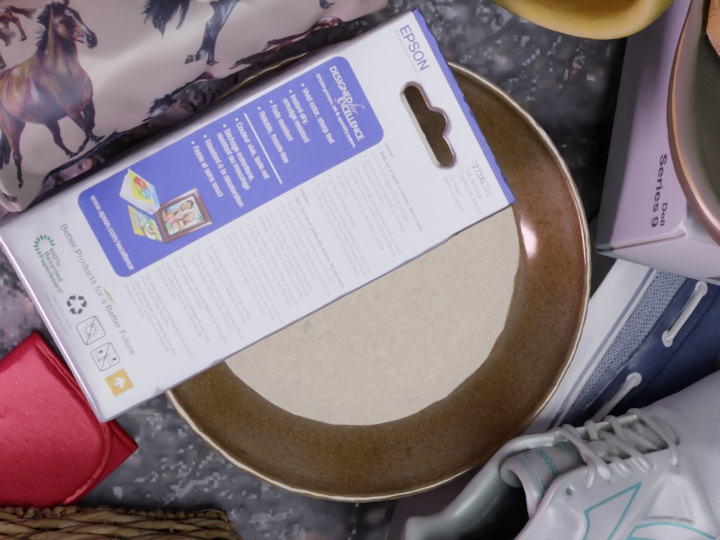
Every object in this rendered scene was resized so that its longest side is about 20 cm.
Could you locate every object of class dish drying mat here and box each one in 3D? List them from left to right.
[{"bbox_3d":[-0.195,0.118,1.034,0.200,0.018,0.077,-40,116,-2],"label":"dish drying mat"}]

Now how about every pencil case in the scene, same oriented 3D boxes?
[{"bbox_3d":[-0.080,-0.102,0.966,0.199,0.089,0.078,-30,87,-8],"label":"pencil case"}]

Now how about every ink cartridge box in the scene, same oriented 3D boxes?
[{"bbox_3d":[-0.044,-0.025,0.987,0.199,0.037,0.095,-27,102,3],"label":"ink cartridge box"},{"bbox_3d":[0.215,-0.060,1.054,0.199,0.084,0.147,14,80,-22],"label":"ink cartridge box"}]

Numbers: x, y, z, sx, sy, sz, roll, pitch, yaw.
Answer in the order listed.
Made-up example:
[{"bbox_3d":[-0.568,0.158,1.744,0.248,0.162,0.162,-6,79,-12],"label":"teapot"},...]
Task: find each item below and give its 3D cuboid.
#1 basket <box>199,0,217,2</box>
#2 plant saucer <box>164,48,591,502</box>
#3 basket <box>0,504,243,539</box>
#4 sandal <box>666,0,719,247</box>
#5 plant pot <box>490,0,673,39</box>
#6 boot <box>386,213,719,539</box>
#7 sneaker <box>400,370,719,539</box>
[{"bbox_3d":[-0.107,-0.224,0.846,0.160,0.200,0.199,18,102,-26],"label":"basket"},{"bbox_3d":[0.000,0.000,1.032,0.199,0.035,0.202,-1,101,-5],"label":"plant saucer"},{"bbox_3d":[-0.129,0.193,0.999,0.199,0.149,0.144,5,112,-28],"label":"basket"},{"bbox_3d":[0.173,-0.097,0.962,0.080,0.054,0.201,9,82,-23],"label":"sandal"},{"bbox_3d":[0.095,-0.227,0.929,0.189,0.200,0.201,-49,117,-16],"label":"plant pot"},{"bbox_3d":[0.102,0.073,1.089,0.090,0.073,0.200,35,94,-20],"label":"boot"},{"bbox_3d":[0.105,0.098,1.028,0.200,0.070,0.080,-34,130,-8],"label":"sneaker"}]
